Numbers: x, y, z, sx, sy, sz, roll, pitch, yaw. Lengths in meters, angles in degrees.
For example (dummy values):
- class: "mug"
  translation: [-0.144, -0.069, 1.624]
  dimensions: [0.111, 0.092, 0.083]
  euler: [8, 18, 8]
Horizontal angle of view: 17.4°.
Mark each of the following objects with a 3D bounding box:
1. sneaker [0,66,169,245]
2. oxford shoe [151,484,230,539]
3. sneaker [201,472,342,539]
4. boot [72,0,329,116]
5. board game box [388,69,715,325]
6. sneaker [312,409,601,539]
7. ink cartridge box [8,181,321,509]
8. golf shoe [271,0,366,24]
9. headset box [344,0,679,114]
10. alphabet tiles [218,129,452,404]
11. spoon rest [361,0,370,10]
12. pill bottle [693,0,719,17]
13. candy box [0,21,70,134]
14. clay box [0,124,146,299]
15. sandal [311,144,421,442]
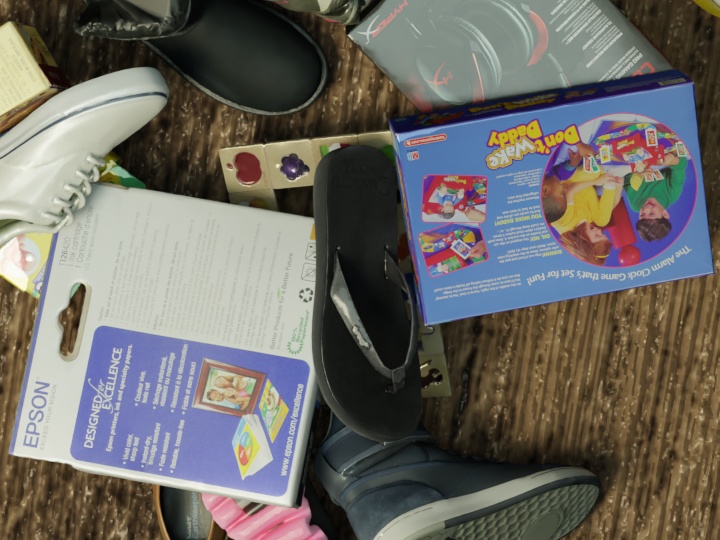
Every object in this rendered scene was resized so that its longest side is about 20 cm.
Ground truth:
- class: "sneaker"
  translation: [-0.207, -0.063, 1.578]
  dimensions: [0.200, 0.073, 0.071]
  euler: [-31, 74, 11]
- class: "oxford shoe"
  translation: [-0.122, 0.108, 1.656]
  dimensions: [0.071, 0.071, 0.201]
  euler: [-9, 94, 4]
- class: "sneaker"
  translation: [-0.054, 0.172, 1.648]
  dimensions: [0.079, 0.095, 0.200]
  euler: [-25, 92, 4]
- class: "boot"
  translation: [-0.116, -0.164, 1.577]
  dimensions: [0.200, 0.168, 0.077]
  euler: [30, 96, -2]
- class: "board game box"
  translation: [0.128, -0.049, 1.570]
  dimensions: [0.199, 0.045, 0.135]
  euler: [-10, 107, -3]
- class: "sneaker"
  translation: [0.061, 0.134, 1.647]
  dimensions: [0.202, 0.146, 0.077]
  euler: [-6, 132, -37]
- class: "ink cartridge box"
  translation: [-0.120, 0.049, 1.601]
  dimensions: [0.199, 0.047, 0.198]
  euler: [10, 82, 10]
- class: "golf shoe"
  translation: [-0.074, -0.222, 1.549]
  dimensions: [0.088, 0.200, 0.077]
  euler: [4, 107, -41]
- class: "headset box"
  translation: [0.110, -0.143, 1.612]
  dimensions: [0.149, 0.075, 0.200]
  euler: [-43, 99, 7]
- class: "alphabet tiles"
  translation: [0.000, 0.000, 1.635]
  dimensions: [0.167, 0.008, 0.200]
  euler: [-5, 112, 15]
- class: "spoon rest"
  translation: [0.041, -0.252, 1.581]
  dimensions: [0.061, 0.099, 0.200]
  euler: [30, 85, 6]
- class: "pill bottle"
  translation: [0.262, -0.217, 1.543]
  dimensions: [0.114, 0.200, 0.115]
  euler: [0, 97, 2]
- class: "candy box"
  translation: [-0.295, -0.092, 1.568]
  dimensions: [0.200, 0.115, 0.055]
  euler: [-32, 92, 2]
- class: "clay box"
  translation: [-0.258, -0.074, 1.651]
  dimensions: [0.200, 0.048, 0.115]
  euler: [36, 94, -3]
- class: "sandal"
  translation: [0.004, 0.017, 1.566]
  dimensions: [0.076, 0.043, 0.201]
  euler: [-10, 94, -32]
